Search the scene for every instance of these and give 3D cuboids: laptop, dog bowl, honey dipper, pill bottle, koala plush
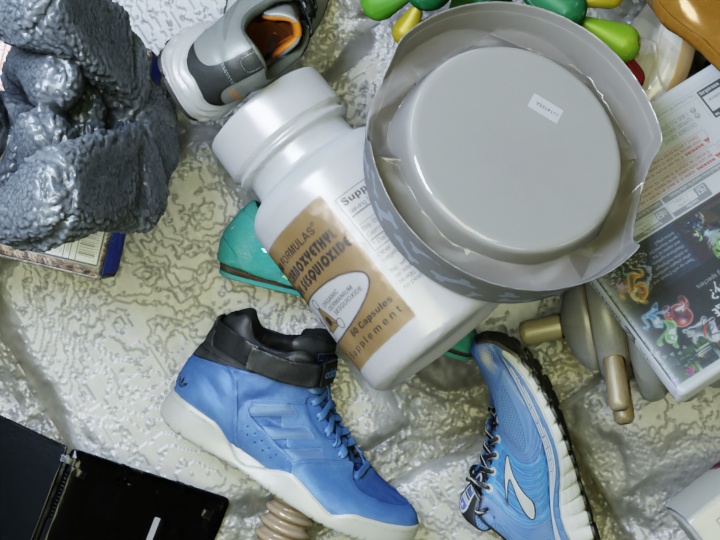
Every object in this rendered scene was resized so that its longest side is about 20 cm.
[{"bbox_3d":[-0.225,0.205,1.509,0.199,0.103,0.178,21,91,-26],"label":"laptop"},{"bbox_3d":[0.092,-0.070,1.351,0.199,0.059,0.201,6,66,-15],"label":"dog bowl"},{"bbox_3d":[-0.083,0.252,1.501,0.038,0.038,0.201,22,94,-1],"label":"honey dipper"},{"bbox_3d":[-0.005,-0.030,1.402,0.114,0.114,0.200,-38,82,0],"label":"pill bottle"},{"bbox_3d":[-0.235,-0.083,1.353,0.199,0.184,0.178,-9,81,20],"label":"koala plush"}]

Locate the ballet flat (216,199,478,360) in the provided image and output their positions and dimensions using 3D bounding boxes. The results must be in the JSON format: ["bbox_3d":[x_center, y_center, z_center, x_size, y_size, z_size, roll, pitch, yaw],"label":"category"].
[{"bbox_3d":[0.000,0.000,1.479,0.199,0.067,0.071,20,100,1],"label":"ballet flat"}]

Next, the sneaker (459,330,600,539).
[{"bbox_3d":[0.106,0.140,1.472,0.089,0.079,0.201,-16,101,5],"label":"sneaker"}]

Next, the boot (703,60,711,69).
[{"bbox_3d":[0.330,-0.128,1.479,0.168,0.076,0.201,29,96,-5],"label":"boot"}]

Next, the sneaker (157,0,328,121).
[{"bbox_3d":[-0.057,-0.166,1.429,0.079,0.200,0.074,-17,114,33],"label":"sneaker"}]

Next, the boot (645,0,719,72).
[{"bbox_3d":[0.288,-0.211,1.442,0.201,0.071,0.144,-32,58,-15],"label":"boot"}]

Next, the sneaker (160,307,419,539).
[{"bbox_3d":[-0.030,0.102,1.476,0.200,0.077,0.111,31,99,6],"label":"sneaker"}]

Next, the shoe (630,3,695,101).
[{"bbox_3d":[0.174,-0.112,1.477,0.053,0.070,0.201,25,92,-24],"label":"shoe"}]

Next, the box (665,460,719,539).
[{"bbox_3d":[0.331,0.156,1.465,0.200,0.109,0.128,-38,91,0],"label":"box"}]

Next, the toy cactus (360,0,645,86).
[{"bbox_3d":[0.096,-0.189,1.423,0.199,0.165,0.102,23,64,20],"label":"toy cactus"}]

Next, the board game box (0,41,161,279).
[{"bbox_3d":[-0.252,-0.093,1.462,0.199,0.097,0.160,14,90,-1],"label":"board game box"}]

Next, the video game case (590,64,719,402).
[{"bbox_3d":[0.239,-0.038,1.400,0.200,0.023,0.182,-31,70,-9],"label":"video game case"}]

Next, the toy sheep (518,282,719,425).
[{"bbox_3d":[0.208,0.031,1.455,0.199,0.138,0.139,-8,90,5],"label":"toy sheep"}]
